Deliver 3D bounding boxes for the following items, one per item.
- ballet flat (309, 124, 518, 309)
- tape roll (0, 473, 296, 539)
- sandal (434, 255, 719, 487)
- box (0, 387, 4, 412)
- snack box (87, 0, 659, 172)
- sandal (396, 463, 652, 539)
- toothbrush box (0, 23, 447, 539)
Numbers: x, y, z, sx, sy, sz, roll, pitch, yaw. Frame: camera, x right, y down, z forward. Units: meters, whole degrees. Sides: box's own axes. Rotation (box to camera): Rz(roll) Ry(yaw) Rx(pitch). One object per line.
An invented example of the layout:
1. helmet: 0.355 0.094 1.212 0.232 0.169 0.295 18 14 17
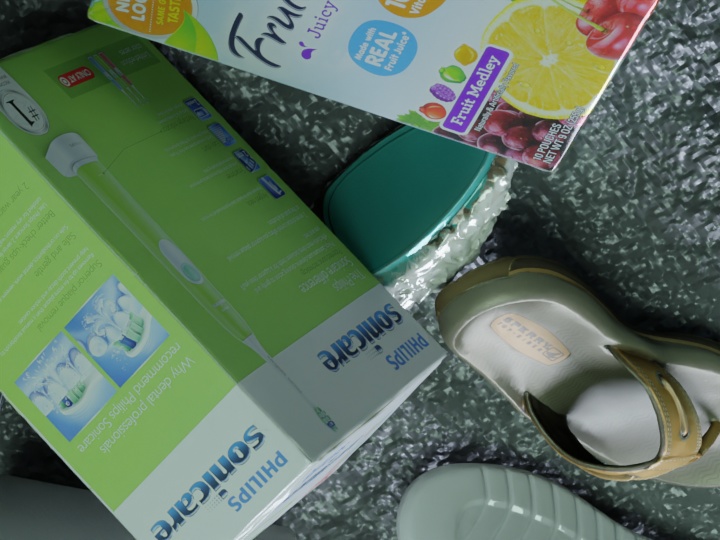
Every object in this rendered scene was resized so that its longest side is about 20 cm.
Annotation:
1. ballet flat: 0.000 0.000 1.218 0.200 0.072 0.072 -38 114 25
2. tape roll: -0.114 0.200 1.260 0.139 0.203 0.203 12 122 -5
3. sandal: 0.110 0.057 1.228 0.080 0.054 0.200 -37 133 27
4. box: -0.245 0.035 1.159 0.196 0.200 0.124 17 123 -8
5. snack box: 0.011 -0.126 1.093 0.200 0.053 0.142 18 137 -10
6. sandal: 0.103 0.151 1.307 0.203 0.083 0.050 23 164 -14
7. toothbrush box: -0.082 0.007 1.127 0.200 0.146 0.086 45 116 5
